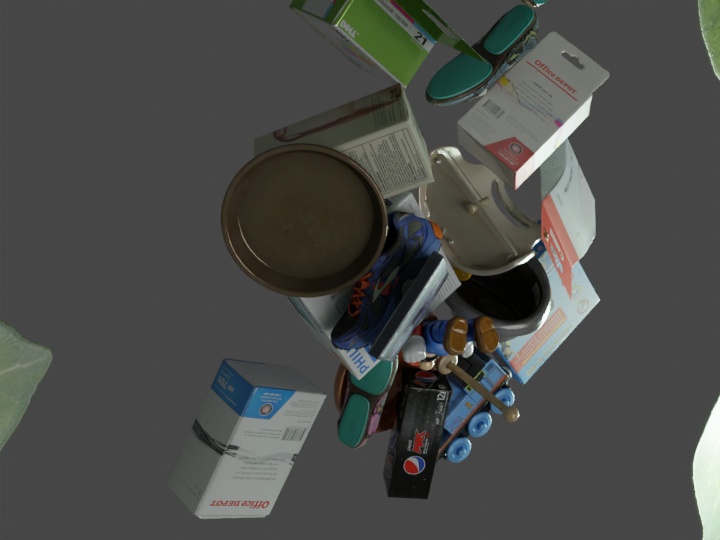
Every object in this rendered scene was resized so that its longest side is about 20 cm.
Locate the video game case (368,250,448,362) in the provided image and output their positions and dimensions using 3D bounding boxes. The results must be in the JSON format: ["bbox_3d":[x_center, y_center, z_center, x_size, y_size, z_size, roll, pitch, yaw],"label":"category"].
[{"bbox_3d":[0.064,0.051,1.335,0.143,0.019,0.200,-57,172,-2],"label":"video game case"}]

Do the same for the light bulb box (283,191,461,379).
[{"bbox_3d":[0.000,0.000,1.438,0.200,0.125,0.199,-42,133,-10],"label":"light bulb box"}]

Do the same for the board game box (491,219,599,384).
[{"bbox_3d":[0.279,0.054,1.736,0.200,0.056,0.196,-46,134,-8],"label":"board game box"}]

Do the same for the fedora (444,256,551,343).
[{"bbox_3d":[0.187,0.032,1.590,0.177,0.200,0.090,-38,160,-33],"label":"fedora"}]

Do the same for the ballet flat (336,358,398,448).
[{"bbox_3d":[0.016,0.169,1.552,0.071,0.069,0.201,-35,146,-55],"label":"ballet flat"}]

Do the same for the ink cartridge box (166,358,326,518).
[{"bbox_3d":[-0.156,0.233,1.466,0.146,0.086,0.201,14,106,-50],"label":"ink cartridge box"}]

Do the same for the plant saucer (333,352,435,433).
[{"bbox_3d":[0.042,0.154,1.624,0.199,0.032,0.201,-18,124,-29],"label":"plant saucer"}]

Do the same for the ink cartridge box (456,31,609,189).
[{"bbox_3d":[0.243,-0.227,1.497,0.200,0.116,0.068,-44,161,-8],"label":"ink cartridge box"}]

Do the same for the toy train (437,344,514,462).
[{"bbox_3d":[0.160,0.219,1.722,0.200,0.087,0.114,-47,125,-3],"label":"toy train"}]

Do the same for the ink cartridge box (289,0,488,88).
[{"bbox_3d":[0.031,-0.279,1.251,0.148,0.200,0.076,33,93,-44],"label":"ink cartridge box"}]

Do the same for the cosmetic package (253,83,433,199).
[{"bbox_3d":[-0.022,-0.137,1.307,0.199,0.088,0.104,-18,131,9],"label":"cosmetic package"}]

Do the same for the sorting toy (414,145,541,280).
[{"bbox_3d":[0.183,-0.082,1.525,0.180,0.200,0.107,-21,161,-46],"label":"sorting toy"}]

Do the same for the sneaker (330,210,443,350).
[{"bbox_3d":[0.017,0.009,1.334,0.078,0.075,0.201,34,86,-30],"label":"sneaker"}]

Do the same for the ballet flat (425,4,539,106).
[{"bbox_3d":[0.173,-0.279,1.460,0.200,0.074,0.074,-40,133,-9],"label":"ballet flat"}]

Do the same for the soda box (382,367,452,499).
[{"bbox_3d":[0.085,0.251,1.633,0.070,0.063,0.201,6,113,-10],"label":"soda box"}]

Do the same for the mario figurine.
[{"bbox_3d":[0.114,0.110,1.503,0.123,0.200,0.106,36,73,-17],"label":"mario figurine"}]

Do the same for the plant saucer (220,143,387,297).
[{"bbox_3d":[-0.067,-0.061,1.272,0.199,0.030,0.201,0,117,0],"label":"plant saucer"}]

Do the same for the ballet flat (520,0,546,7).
[{"bbox_3d":[0.195,-0.435,1.386,0.070,0.065,0.201,-36,129,-18],"label":"ballet flat"}]

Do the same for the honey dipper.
[{"bbox_3d":[0.164,0.163,1.564,0.038,0.200,0.038,-19,125,-30],"label":"honey dipper"}]

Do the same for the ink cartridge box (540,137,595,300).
[{"bbox_3d":[0.316,-0.082,1.611,0.057,0.201,0.163,-15,136,20],"label":"ink cartridge box"}]
